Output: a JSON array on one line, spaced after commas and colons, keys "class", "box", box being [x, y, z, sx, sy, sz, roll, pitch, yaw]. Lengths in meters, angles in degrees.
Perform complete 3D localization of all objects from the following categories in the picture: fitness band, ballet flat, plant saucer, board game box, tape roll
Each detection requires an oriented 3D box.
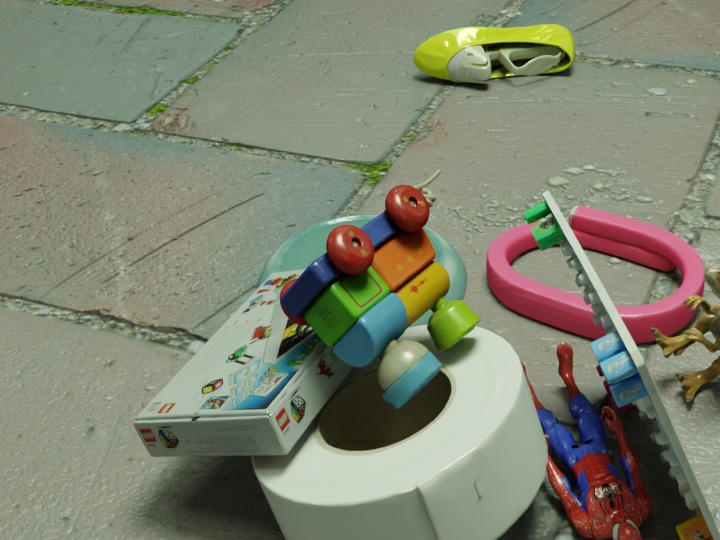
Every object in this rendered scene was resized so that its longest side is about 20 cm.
[{"class": "fitness band", "box": [0.207, 0.000, 1.055, 0.198, 0.038, 0.143, 18, 40, 33]}, {"class": "ballet flat", "box": [0.164, -0.256, 1.423, 0.196, 0.067, 0.068, -7, 47, -4]}, {"class": "plant saucer", "box": [0.000, 0.000, 1.094, 0.196, 0.028, 0.201, -4, 33, 2]}, {"class": "board game box", "box": [-0.061, 0.061, 0.872, 0.125, 0.035, 0.200, -7, 28, 35]}, {"class": "board game box", "box": [0.179, 0.073, 0.814, 0.026, 0.201, 0.201, -26, 33, 7]}, {"class": "tape roll", "box": [0.027, 0.122, 0.821, 0.199, 0.072, 0.203, -17, 25, 8]}]

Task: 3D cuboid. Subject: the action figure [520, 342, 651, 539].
[{"class": "action figure", "box": [0.160, 0.129, 0.858, 0.064, 0.052, 0.201, -16, 37, -2]}]

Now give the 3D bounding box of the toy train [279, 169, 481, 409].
[{"class": "toy train", "box": [0.043, 0.005, 0.836, 0.116, 0.085, 0.199, 50, 44, 4]}]

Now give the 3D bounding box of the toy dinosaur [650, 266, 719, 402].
[{"class": "toy dinosaur", "box": [0.292, 0.054, 0.923, 0.105, 0.199, 0.061, -29, 63, 17]}]
